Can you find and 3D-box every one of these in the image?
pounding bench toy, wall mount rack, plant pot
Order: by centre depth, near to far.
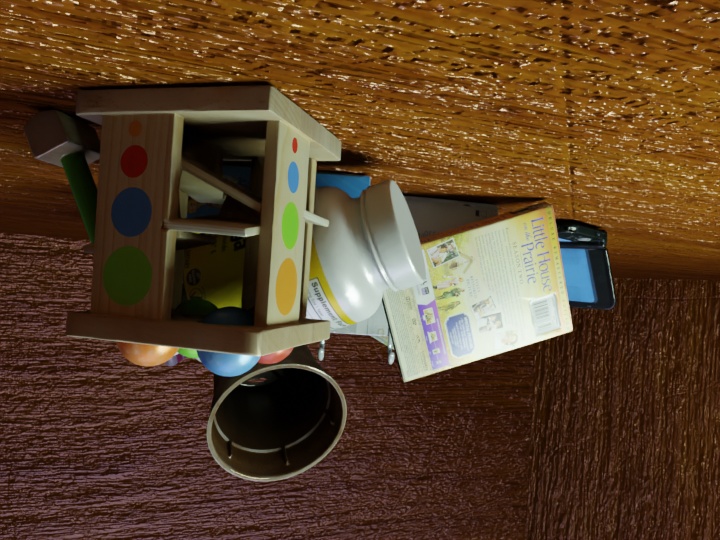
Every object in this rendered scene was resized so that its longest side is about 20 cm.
[{"bbox_3d":[-0.127,-0.020,0.389,0.197,0.158,0.124,4,179,16],"label":"pounding bench toy"},{"bbox_3d":[-0.144,0.175,0.913,0.198,0.203,0.198,4,-157,-22],"label":"plant pot"},{"bbox_3d":[-0.002,0.057,0.918,0.197,0.176,0.075,3,-157,-1],"label":"wall mount rack"}]

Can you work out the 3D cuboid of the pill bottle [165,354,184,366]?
[{"bbox_3d":[-0.258,0.054,0.973,0.199,0.114,0.113,-37,-160,-28],"label":"pill bottle"}]

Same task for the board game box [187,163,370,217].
[{"bbox_3d":[-0.096,-0.054,0.631,0.193,0.057,0.200,4,172,-5],"label":"board game box"}]

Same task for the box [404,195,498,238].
[{"bbox_3d":[0.077,-0.021,0.754,0.126,0.111,0.200,4,176,-9],"label":"box"}]

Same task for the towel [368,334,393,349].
[{"bbox_3d":[0.086,0.045,1.070,0.170,0.201,0.048,28,166,21],"label":"towel"}]

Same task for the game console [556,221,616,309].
[{"bbox_3d":[0.259,-0.006,0.893,0.198,0.118,0.175,2,178,43],"label":"game console"}]

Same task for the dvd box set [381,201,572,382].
[{"bbox_3d":[0.122,0.024,0.641,0.197,0.148,0.029,-17,-164,-2],"label":"dvd box set"}]

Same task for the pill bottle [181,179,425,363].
[{"bbox_3d":[-0.052,-0.001,0.491,0.198,0.114,0.112,-19,173,14],"label":"pill bottle"}]
